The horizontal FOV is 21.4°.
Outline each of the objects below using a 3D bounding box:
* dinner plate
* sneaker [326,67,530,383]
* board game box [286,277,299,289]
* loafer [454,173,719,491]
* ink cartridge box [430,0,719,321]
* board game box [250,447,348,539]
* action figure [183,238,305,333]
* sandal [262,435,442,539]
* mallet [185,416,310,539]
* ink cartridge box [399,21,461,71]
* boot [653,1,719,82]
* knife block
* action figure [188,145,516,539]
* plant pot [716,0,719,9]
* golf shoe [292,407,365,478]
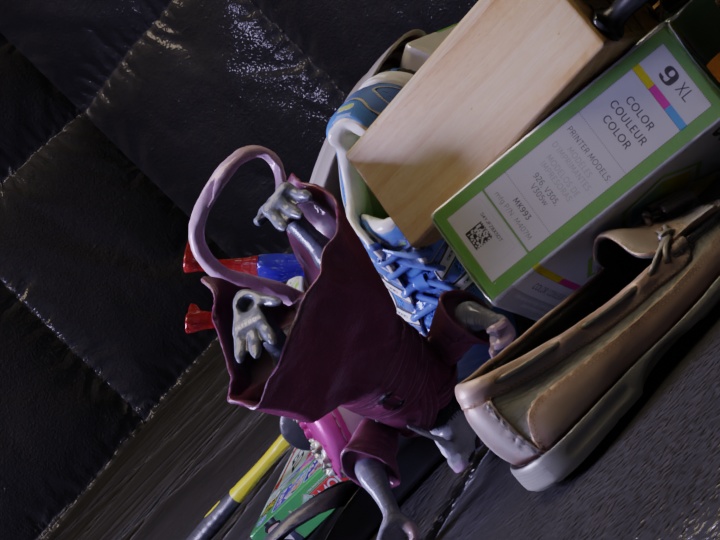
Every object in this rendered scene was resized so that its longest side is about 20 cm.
[{"bbox_3d":[-0.003,-0.063,1.234,0.200,0.024,0.201,21,-90,-79],"label":"dinner plate"},{"bbox_3d":[0.031,-0.007,1.035,0.076,0.201,0.077,-21,3,30],"label":"sneaker"},{"bbox_3d":[0.010,-0.024,1.372,0.120,0.032,0.201,21,-82,-55],"label":"board game box"},{"bbox_3d":[0.122,0.011,0.880,0.200,0.063,0.072,-48,6,-22],"label":"loafer"},{"bbox_3d":[0.139,-0.060,0.934,0.200,0.059,0.104,-40,-19,12],"label":"ink cartridge box"},{"bbox_3d":[-0.005,0.115,1.337,0.135,0.029,0.200,-46,5,16],"label":"board game box"},{"bbox_3d":[0.000,0.000,1.134,0.099,0.199,0.066,-84,-5,-69],"label":"action figure"},{"bbox_3d":[-0.019,0.144,1.117,0.200,0.043,0.076,-47,5,-13],"label":"sandal"},{"bbox_3d":[-0.080,0.149,1.343,0.200,0.041,0.066,-48,4,24],"label":"mallet"},{"bbox_3d":[0.055,-0.050,1.252,0.145,0.084,0.201,-38,-33,-68],"label":"ink cartridge box"},{"bbox_3d":[0.122,-0.056,1.038,0.071,0.144,0.201,3,-47,-52],"label":"boot"},{"bbox_3d":[0.090,-0.112,0.913,0.200,0.064,0.176,-33,-17,-10],"label":"knife block"},{"bbox_3d":[-0.002,0.050,0.978,0.134,0.200,0.149,-52,44,0],"label":"action figure"},{"bbox_3d":[0.232,-0.175,1.034,0.201,0.200,0.093,-42,41,38],"label":"plant pot"},{"bbox_3d":[0.002,0.065,1.114,0.091,0.076,0.200,-28,5,3],"label":"golf shoe"}]
